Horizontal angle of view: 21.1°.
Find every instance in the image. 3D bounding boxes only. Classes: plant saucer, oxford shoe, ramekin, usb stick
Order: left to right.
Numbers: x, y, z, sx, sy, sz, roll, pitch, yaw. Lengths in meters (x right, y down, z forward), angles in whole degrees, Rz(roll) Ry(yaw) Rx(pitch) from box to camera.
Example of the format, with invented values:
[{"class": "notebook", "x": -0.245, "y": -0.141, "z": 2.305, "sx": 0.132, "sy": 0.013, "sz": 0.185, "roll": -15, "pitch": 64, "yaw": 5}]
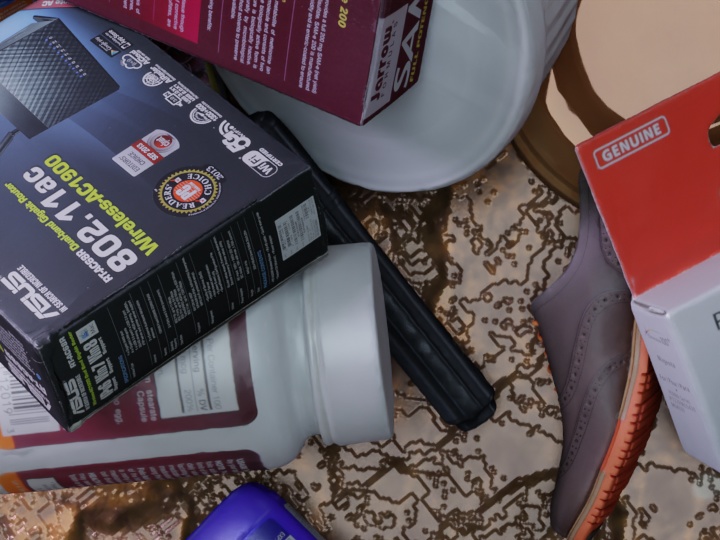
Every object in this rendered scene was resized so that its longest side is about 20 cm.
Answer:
[{"class": "usb stick", "x": 0.000, "y": 0.000, "z": 0.999, "sx": 0.033, "sy": 0.055, "sz": 0.200, "roll": -40, "pitch": 102, "yaw": -4}, {"class": "ramekin", "x": 0.018, "y": -0.147, "z": 0.967, "sx": 0.202, "sy": 0.202, "sz": 0.094, "roll": 39, "pitch": 48, "yaw": 6}, {"class": "oxford shoe", "x": 0.122, "y": 0.044, "z": 1.003, "sx": 0.072, "sy": 0.071, "sz": 0.200, "roll": 15, "pitch": 95, "yaw": 15}, {"class": "plant saucer", "x": 0.165, "y": -0.121, "z": 1.022, "sx": 0.200, "sy": 0.037, "sz": 0.201, "roll": 0, "pitch": 87, "yaw": 5}]

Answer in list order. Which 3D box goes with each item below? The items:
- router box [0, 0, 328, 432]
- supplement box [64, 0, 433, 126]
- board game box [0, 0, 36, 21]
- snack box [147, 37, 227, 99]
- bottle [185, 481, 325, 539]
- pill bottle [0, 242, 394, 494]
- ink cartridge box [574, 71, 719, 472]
[{"class": "router box", "x": -0.135, "y": -0.037, "z": 0.898, "sx": 0.150, "sy": 0.062, "sz": 0.200, "roll": -36, "pitch": 52, "yaw": -21}, {"class": "supplement box", "x": -0.063, "y": -0.158, "z": 0.901, "sx": 0.200, "sy": 0.061, "sz": 0.109, "roll": 25, "pitch": 128, "yaw": 20}, {"class": "board game box", "x": -0.148, "y": -0.214, "z": 1.065, "sx": 0.200, "sy": 0.019, "sz": 0.103, "roll": -28, "pitch": 84, "yaw": 4}, {"class": "snack box", "x": -0.141, "y": -0.025, "z": 1.032, "sx": 0.168, "sy": 0.068, "sz": 0.200, "roll": -15, "pitch": 88, "yaw": 4}, {"class": "bottle", "x": -0.013, "y": 0.203, "z": 1.010, "sx": 0.200, "sy": 0.065, "sz": 0.084, "roll": 43, "pitch": 93, "yaw": 6}, {"class": "pill bottle", "x": -0.087, "y": 0.043, "z": 0.937, "sx": 0.200, "sy": 0.114, "sz": 0.114, "roll": -6, "pitch": 87, "yaw": 3}, {"class": "ink cartridge box", "x": 0.224, "y": -0.023, "z": 0.953, "sx": 0.200, "sy": 0.044, "sz": 0.174, "roll": -27, "pitch": 109, "yaw": -13}]
